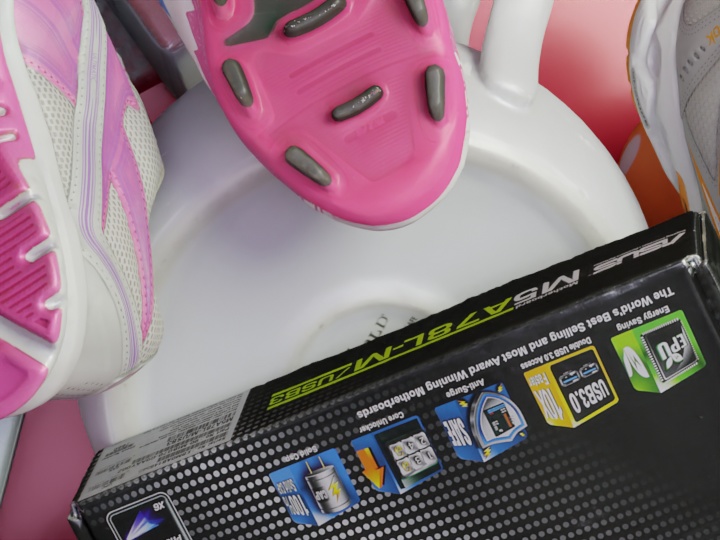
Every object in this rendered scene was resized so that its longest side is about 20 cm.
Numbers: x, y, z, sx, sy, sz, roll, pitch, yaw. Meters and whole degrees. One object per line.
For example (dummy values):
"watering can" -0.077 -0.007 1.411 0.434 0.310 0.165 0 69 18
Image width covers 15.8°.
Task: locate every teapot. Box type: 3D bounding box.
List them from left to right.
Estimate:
"teapot" 0.000 0.000 0.827 0.199 0.146 0.198 -20 116 4

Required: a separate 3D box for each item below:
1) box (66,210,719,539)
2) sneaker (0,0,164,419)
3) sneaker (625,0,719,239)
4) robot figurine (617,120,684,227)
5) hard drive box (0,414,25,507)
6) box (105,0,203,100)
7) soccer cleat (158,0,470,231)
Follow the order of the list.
"box" 0.046 0.106 0.749 0.199 0.048 0.194 -22 106 14
"sneaker" -0.105 -0.048 0.722 0.081 0.088 0.201 -16 74 21
"sneaker" 0.136 0.002 0.749 0.075 0.092 0.201 -22 99 -17
"robot figurine" 0.145 0.016 0.871 0.143 0.117 0.201 -15 108 -22
"hard drive box" -0.140 0.021 0.832 0.076 0.156 0.201 14 91 -6
"box" -0.058 -0.183 0.845 0.152 0.106 0.200 -36 86 -4
"soccer cleat" -0.030 -0.094 0.735 0.070 0.086 0.200 -34 76 1
